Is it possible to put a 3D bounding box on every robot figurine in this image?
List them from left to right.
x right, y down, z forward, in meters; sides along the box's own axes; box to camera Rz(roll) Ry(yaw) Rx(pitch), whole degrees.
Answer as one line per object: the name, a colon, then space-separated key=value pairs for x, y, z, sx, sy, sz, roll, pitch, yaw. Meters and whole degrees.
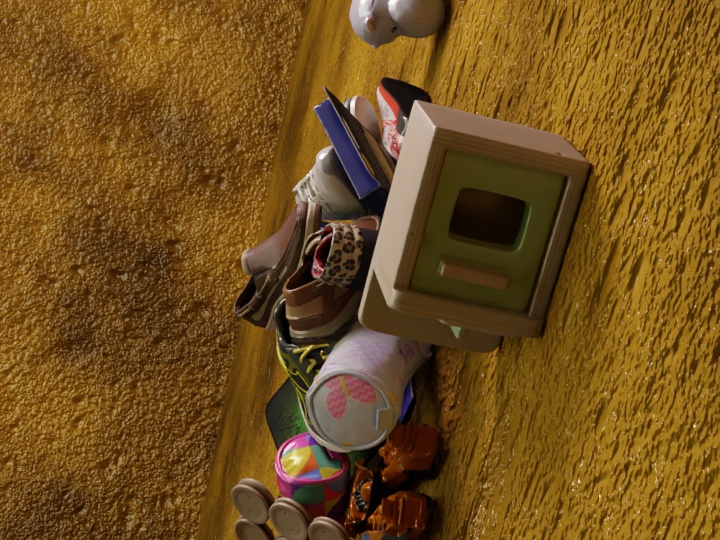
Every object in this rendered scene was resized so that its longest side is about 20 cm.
robot figurine: x=0.028 y=0.218 z=1.325 sx=0.200 sy=0.058 sz=0.146 roll=126 pitch=156 yaw=-66

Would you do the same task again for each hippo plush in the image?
hippo plush: x=0.031 y=-0.366 z=1.653 sx=0.159 sy=0.198 sz=0.162 roll=53 pitch=-143 yaw=-75

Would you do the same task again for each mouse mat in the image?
mouse mat: x=-0.043 y=0.172 z=1.500 sx=0.200 sy=0.007 sz=0.162 roll=-52 pitch=50 yaw=40

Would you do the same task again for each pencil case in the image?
pencil case: x=-0.047 y=0.270 z=1.444 sx=0.089 sy=0.087 sz=0.201 roll=-92 pitch=-1 yaw=-53
pencil case: x=0.011 y=0.102 z=1.314 sx=0.200 sy=0.090 sz=0.084 roll=-52 pitch=-17 yaw=-68

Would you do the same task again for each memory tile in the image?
memory tile: x=-0.067 y=0.316 z=1.418 sx=0.017 sy=0.152 sz=0.201 roll=-43 pitch=-40 yaw=-43

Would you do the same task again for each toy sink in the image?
toy sink: x=0.086 y=-0.017 z=1.077 sx=0.112 sy=0.129 sz=0.202 roll=-109 pitch=33 yaw=-70

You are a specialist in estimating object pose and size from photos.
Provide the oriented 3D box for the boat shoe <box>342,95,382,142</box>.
boat shoe: x=-0.004 y=-0.144 z=1.676 sx=0.200 sy=0.061 sz=0.073 roll=66 pitch=-153 yaw=-57

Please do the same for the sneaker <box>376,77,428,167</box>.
sneaker: x=0.044 y=-0.160 z=1.634 sx=0.202 sy=0.067 sz=0.109 roll=-107 pitch=33 yaw=-64

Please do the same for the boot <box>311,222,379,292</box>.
boot: x=0.028 y=-0.007 z=1.309 sx=0.204 sy=0.152 sz=0.074 roll=-174 pitch=96 yaw=-80

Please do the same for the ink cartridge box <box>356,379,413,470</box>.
ink cartridge box: x=0.009 y=0.156 z=1.543 sx=0.199 sy=0.043 sz=0.201 roll=-94 pitch=19 yaw=-57

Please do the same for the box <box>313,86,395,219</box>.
box: x=0.008 y=-0.112 z=1.448 sx=0.122 sy=0.032 sz=0.200 roll=63 pitch=-170 yaw=23

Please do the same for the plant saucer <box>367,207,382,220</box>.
plant saucer: x=0.034 y=-0.056 z=1.565 sx=0.019 sy=0.070 sz=0.200 roll=-38 pitch=14 yaw=8

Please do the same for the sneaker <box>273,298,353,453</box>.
sneaker: x=-0.046 y=0.108 z=1.409 sx=0.200 sy=0.074 sz=0.085 roll=51 pitch=167 yaw=42

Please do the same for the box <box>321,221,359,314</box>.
box: x=0.000 y=0.000 z=1.543 sx=0.200 sy=0.121 sz=0.048 roll=-107 pitch=29 yaw=-70

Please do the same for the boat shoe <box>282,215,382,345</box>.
boat shoe: x=-0.022 y=-0.006 z=1.373 sx=0.074 sy=0.075 sz=0.200 roll=67 pitch=-150 yaw=-26

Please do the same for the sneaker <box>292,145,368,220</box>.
sneaker: x=-0.038 y=-0.088 z=1.536 sx=0.200 sy=0.079 sz=0.071 roll=68 pitch=-172 yaw=-78

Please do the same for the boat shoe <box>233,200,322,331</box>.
boat shoe: x=-0.101 y=-0.003 z=1.539 sx=0.075 sy=0.074 sz=0.203 roll=-88 pitch=15 yaw=-46
